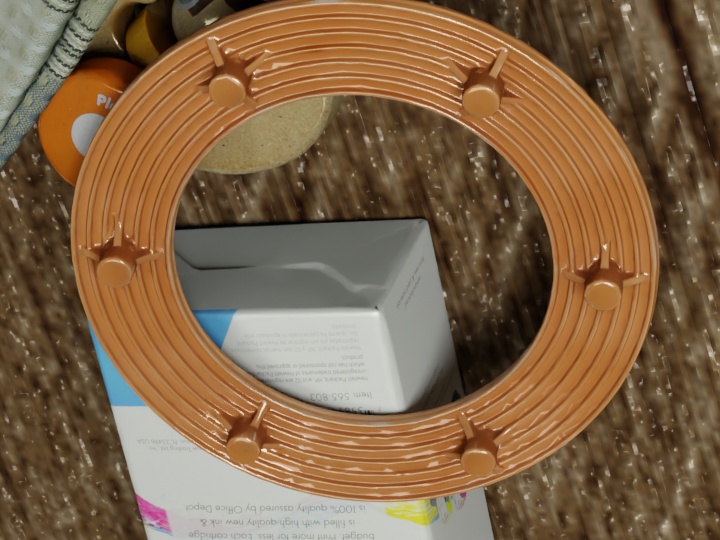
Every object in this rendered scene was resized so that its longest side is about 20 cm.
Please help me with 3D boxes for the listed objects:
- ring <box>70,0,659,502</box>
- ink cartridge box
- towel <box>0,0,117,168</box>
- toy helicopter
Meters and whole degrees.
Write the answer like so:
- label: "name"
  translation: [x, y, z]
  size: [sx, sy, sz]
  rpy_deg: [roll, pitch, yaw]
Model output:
- label: "ring"
  translation: [0.000, 0.000, 0.934]
  size: [0.200, 0.019, 0.201]
  rpy_deg: [4, 124, 5]
- label: "ink cartridge box"
  translation: [-0.018, 0.084, 1.049]
  size: [0.115, 0.068, 0.201]
  rpy_deg: [-1, 120, 20]
- label: "towel"
  translation: [-0.150, -0.146, 0.928]
  size: [0.193, 0.034, 0.200]
  rpy_deg: [52, 127, 18]
- label: "toy helicopter"
  translation: [-0.058, -0.127, 0.928]
  size: [0.132, 0.079, 0.201]
  rpy_deg: [-9, 110, 28]
